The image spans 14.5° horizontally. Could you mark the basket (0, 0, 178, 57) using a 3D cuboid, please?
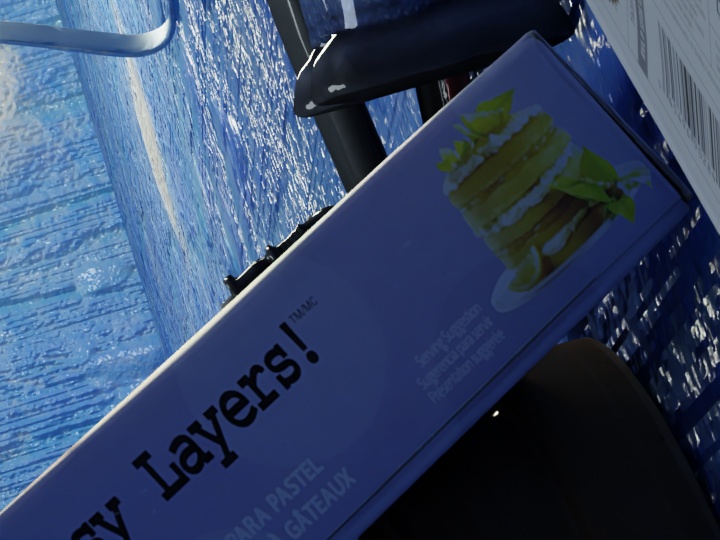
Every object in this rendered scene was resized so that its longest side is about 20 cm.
[{"bbox_3d":[-0.169,-0.187,1.287,0.139,0.176,0.201,-91,5,-55],"label":"basket"}]

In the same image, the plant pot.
[{"bbox_3d":[0.039,0.124,0.650,0.201,0.092,0.201,163,90,-84],"label":"plant pot"}]

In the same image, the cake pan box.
[{"bbox_3d":[-0.037,0.053,0.579,0.052,0.184,0.200,48,160,2],"label":"cake pan box"}]

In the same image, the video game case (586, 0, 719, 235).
[{"bbox_3d":[0.040,-0.105,0.406,0.143,0.018,0.200,-113,9,-45],"label":"video game case"}]

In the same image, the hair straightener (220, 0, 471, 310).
[{"bbox_3d":[0.000,0.000,0.727,0.041,0.077,0.201,-126,21,-65],"label":"hair straightener"}]

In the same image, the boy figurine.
[{"bbox_3d":[-0.016,-0.134,0.601,0.124,0.064,0.201,155,99,-83],"label":"boy figurine"}]
